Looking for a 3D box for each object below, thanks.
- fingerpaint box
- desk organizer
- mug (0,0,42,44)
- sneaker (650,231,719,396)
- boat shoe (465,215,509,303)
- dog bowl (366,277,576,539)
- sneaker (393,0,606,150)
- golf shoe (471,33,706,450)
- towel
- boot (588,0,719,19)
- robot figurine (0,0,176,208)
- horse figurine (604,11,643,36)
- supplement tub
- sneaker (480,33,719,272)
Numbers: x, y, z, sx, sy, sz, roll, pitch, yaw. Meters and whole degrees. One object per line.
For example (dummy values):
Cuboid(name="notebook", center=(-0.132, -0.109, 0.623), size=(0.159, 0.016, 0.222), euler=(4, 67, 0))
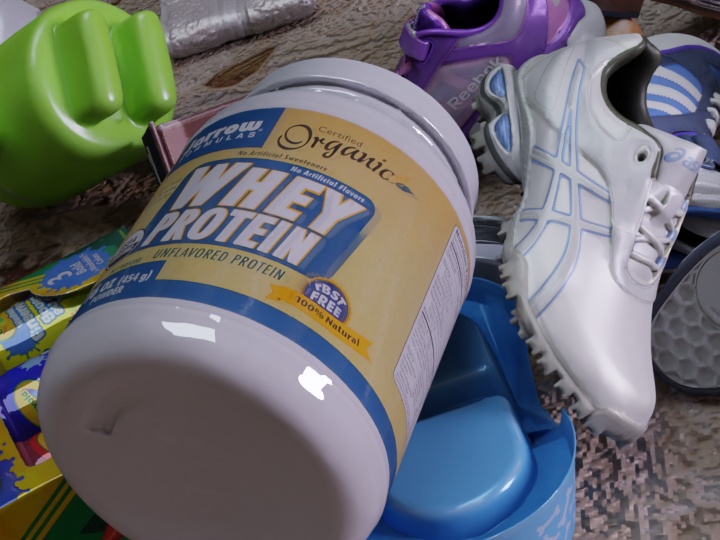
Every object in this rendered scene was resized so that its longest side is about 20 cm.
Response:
Cuboid(name="fingerpaint box", center=(-0.155, 0.074, 0.770), size=(0.167, 0.073, 0.200), euler=(-28, 32, -13))
Cuboid(name="desk organizer", center=(-0.079, -0.061, 0.867), size=(0.077, 0.072, 0.200), euler=(-20, 6, -8))
Cuboid(name="mug", center=(-0.318, -0.161, 1.161), size=(0.153, 0.149, 0.187), euler=(-10, 38, 0))
Cuboid(name="sneaker", center=(0.229, -0.021, 0.711), size=(0.202, 0.077, 0.146), euler=(-42, -6, 19))
Cuboid(name="boat shoe", center=(0.000, -0.002, 0.803), size=(0.199, 0.074, 0.068), euler=(-6, 31, 17))
Cuboid(name="dog bowl", center=(0.038, 0.077, 0.683), size=(0.111, 0.050, 0.200), euler=(-18, 31, 2))
Cuboid(name="sneaker", center=(0.047, -0.117, 0.896), size=(0.200, 0.088, 0.080), euler=(-39, 33, 17))
Cuboid(name="golf shoe", center=(0.114, -0.023, 0.668), size=(0.097, 0.078, 0.200), euler=(-25, 62, 28))
Cuboid(name="towel", center=(-0.108, -0.250, 1.279), size=(0.132, 0.034, 0.200), euler=(-18, 32, 4))
Cuboid(name="boot", center=(0.221, -0.217, 0.944), size=(0.200, 0.097, 0.075), euler=(-5, 37, -18))
Cuboid(name="robot figurine", center=(-0.207, -0.112, 1.013), size=(0.175, 0.116, 0.200), euler=(-10, -8, -43))
Cuboid(name="horse figurine", center=(0.136, -0.146, 0.973), size=(0.133, 0.050, 0.200), euler=(-27, 31, -3))
Cuboid(name="supplement tub", center=(-0.033, 0.014, 0.628), size=(0.145, 0.145, 0.200), euler=(-3, 39, 25))
Cuboid(name="sneaker", center=(0.174, -0.054, 0.806), size=(0.200, 0.081, 0.146), euler=(-14, 53, -41))
